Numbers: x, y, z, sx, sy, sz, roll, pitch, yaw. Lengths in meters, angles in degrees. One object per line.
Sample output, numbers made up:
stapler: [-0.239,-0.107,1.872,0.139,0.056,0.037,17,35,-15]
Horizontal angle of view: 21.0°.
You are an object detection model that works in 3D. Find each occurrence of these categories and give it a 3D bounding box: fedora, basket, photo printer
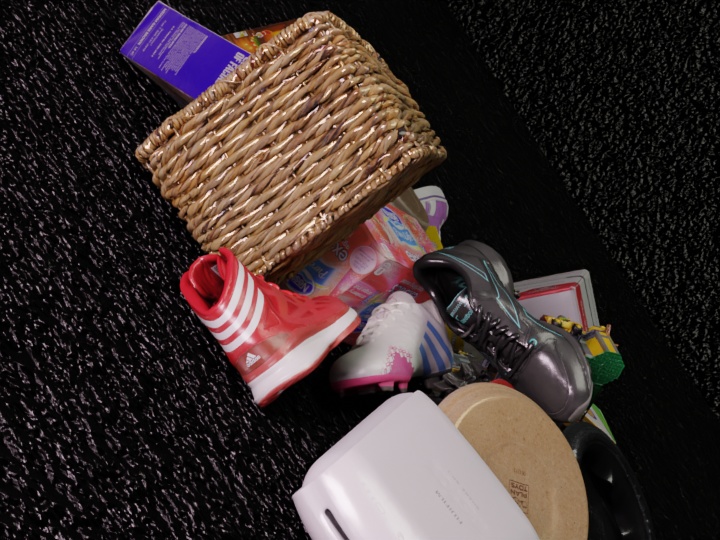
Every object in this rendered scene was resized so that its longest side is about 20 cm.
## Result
fedora: [0.191,0.238,1.729,0.200,0.091,0.201,35,47,-49]
basket: [-0.050,-0.095,1.558,0.149,0.200,0.143,53,13,6]
photo printer: [0.040,0.182,1.369,0.167,0.069,0.200,52,23,3]

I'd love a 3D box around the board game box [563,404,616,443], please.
board game box: [0.176,0.107,1.883,0.200,0.030,0.096,45,9,-13]

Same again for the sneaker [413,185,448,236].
sneaker: [0.062,-0.028,2.131,0.115,0.073,0.200,58,23,8]

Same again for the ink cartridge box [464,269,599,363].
ink cartridge box: [0.175,0.059,2.070,0.200,0.144,0.084,-28,106,-78]

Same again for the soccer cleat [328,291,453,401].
soccer cleat: [0.021,0.062,1.634,0.200,0.070,0.087,0,81,-69]

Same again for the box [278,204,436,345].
box: [0.000,0.000,1.723,0.095,0.103,0.200,57,14,21]

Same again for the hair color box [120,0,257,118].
hair color box: [-0.110,-0.152,1.676,0.200,0.065,0.109,32,-6,45]

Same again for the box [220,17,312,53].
box: [-0.061,-0.152,1.865,0.200,0.136,0.039,59,-28,29]

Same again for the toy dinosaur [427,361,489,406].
toy dinosaur: [0.096,0.158,1.637,0.136,0.102,0.200,57,18,11]

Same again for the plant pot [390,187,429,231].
plant pot: [0.003,-0.058,1.920,0.201,0.093,0.201,51,11,-14]

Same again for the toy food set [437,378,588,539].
toy food set: [0.111,0.183,1.546,0.199,0.049,0.199,2,74,-43]

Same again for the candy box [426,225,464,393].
candy box: [0.075,0.043,1.926,0.200,0.026,0.103,-103,-164,-62]

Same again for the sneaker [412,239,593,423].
sneaker: [0.115,0.055,1.637,0.079,0.076,0.200,2,39,-48]

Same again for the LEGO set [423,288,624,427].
LEGO set: [0.140,0.097,1.778,0.153,0.201,0.116,7,32,-19]

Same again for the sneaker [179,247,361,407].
sneaker: [-0.068,0.022,1.465,0.116,0.078,0.200,53,11,-4]

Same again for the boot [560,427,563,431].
boot: [0.193,0.212,1.851,0.201,0.071,0.145,-127,-166,-69]
